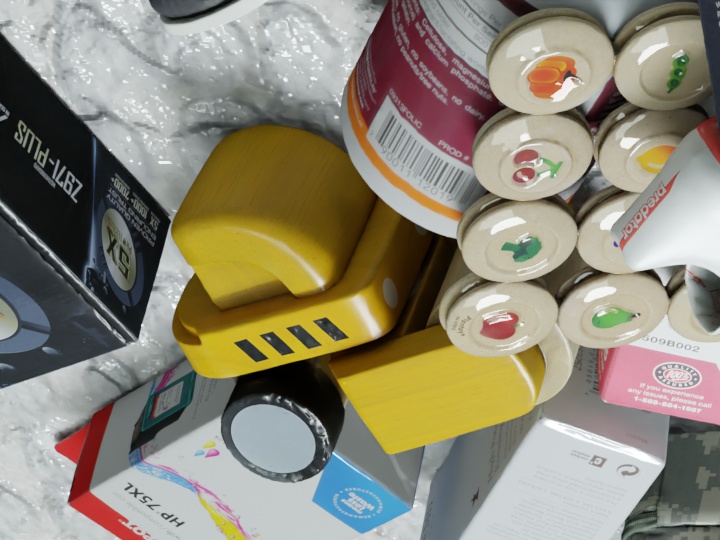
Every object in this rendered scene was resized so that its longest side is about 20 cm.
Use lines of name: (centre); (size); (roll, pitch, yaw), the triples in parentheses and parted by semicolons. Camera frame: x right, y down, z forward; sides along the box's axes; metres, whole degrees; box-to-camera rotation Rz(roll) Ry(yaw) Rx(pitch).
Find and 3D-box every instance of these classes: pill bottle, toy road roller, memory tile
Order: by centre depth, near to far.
memory tile: (0.117, -0.033, 1.016); (0.153, 0.017, 0.200); (-3, 138, -9)
pill bottle: (0.075, -0.113, 1.020); (0.114, 0.114, 0.200); (21, 137, -10)
toy road roller: (0.000, 0.000, 1.162); (0.200, 0.123, 0.146); (-16, 120, 28)

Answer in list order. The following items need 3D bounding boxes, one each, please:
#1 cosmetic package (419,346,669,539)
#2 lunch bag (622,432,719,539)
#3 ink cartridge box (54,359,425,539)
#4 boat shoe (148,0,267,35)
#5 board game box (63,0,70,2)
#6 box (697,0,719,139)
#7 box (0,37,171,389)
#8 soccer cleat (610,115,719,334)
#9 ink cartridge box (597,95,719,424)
cosmetic package: (0.091, 0.105, 1.268); (0.074, 0.102, 0.200); (20, 136, -8)
lunch bag: (0.227, 0.181, 1.256); (0.200, 0.168, 0.139); (-1, 137, 15)
ink cartridge box: (-0.074, 0.110, 1.335); (0.116, 0.067, 0.200); (37, 133, -25)
boat shoe: (-0.021, -0.165, 0.978); (0.200, 0.074, 0.060); (-30, 124, 33)
board game box: (-0.085, -0.211, 1.016); (0.200, 0.026, 0.200); (-10, 134, 23)
box: (0.232, -0.051, 0.916); (0.104, 0.200, 0.182); (-8, 92, 46)
box: (-0.226, -0.017, 1.217); (0.200, 0.086, 0.164); (-18, 131, 29)
soccer cleat: (0.181, 0.002, 1.004); (0.085, 0.069, 0.200); (-41, 135, 19)
ink cartridge box: (0.198, -0.018, 1.118); (0.146, 0.083, 0.200); (11, 138, 1)
